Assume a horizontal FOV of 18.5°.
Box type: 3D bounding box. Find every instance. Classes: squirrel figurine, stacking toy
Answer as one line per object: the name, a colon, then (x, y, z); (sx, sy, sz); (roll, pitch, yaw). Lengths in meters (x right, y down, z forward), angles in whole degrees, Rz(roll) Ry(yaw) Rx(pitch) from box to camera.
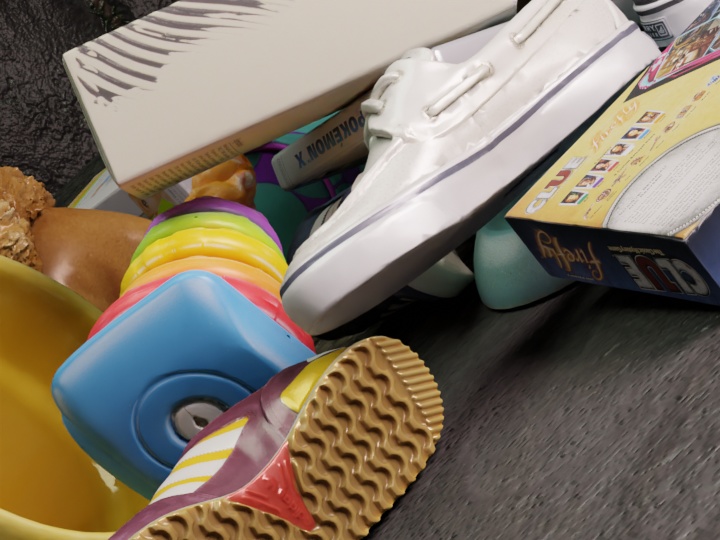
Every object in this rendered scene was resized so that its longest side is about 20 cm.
squirrel figurine: (-0.192, 0.045, 1.243); (0.141, 0.200, 0.187); (-23, 33, 31)
stacking toy: (-0.071, 0.006, 1.039); (0.110, 0.116, 0.201); (-37, 30, 25)

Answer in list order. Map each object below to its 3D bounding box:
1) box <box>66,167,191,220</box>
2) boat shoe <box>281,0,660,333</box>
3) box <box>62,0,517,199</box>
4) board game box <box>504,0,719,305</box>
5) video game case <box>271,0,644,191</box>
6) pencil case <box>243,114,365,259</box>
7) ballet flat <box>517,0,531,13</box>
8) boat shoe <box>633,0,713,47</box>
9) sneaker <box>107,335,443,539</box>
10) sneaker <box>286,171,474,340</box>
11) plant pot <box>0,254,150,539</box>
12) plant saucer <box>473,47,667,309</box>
box: (-0.120, -0.029, 1.456); (0.200, 0.113, 0.102); (-30, 18, 49)
boat shoe: (0.033, -0.054, 0.896); (0.200, 0.070, 0.071); (-40, -8, -21)
box: (-0.030, -0.105, 1.015); (0.199, 0.069, 0.082); (-24, -3, 0)
board game box: (0.159, -0.073, 0.831); (0.200, 0.035, 0.135); (-45, 20, -13)
video game case: (0.076, -0.098, 1.066); (0.199, 0.022, 0.182); (-21, -3, -28)
pencil case: (-0.015, -0.065, 1.250); (0.092, 0.086, 0.200); (9, 24, 20)
ballet flat: (0.069, -0.126, 1.120); (0.199, 0.046, 0.068); (-16, -45, -33)
boat shoe: (0.195, -0.174, 0.967); (0.199, 0.068, 0.074); (-30, 14, -8)
sneaker: (-0.053, 0.105, 0.862); (0.200, 0.075, 0.090); (-39, 9, -30)
sneaker: (0.000, 0.000, 1.062); (0.084, 0.075, 0.200); (-40, 2, 4)
plant pot: (-0.206, 0.119, 1.055); (0.189, 0.200, 0.201); (-53, 6, 25)
plant saucer: (0.121, -0.061, 0.984); (0.200, 0.027, 0.200); (-40, 12, 10)
